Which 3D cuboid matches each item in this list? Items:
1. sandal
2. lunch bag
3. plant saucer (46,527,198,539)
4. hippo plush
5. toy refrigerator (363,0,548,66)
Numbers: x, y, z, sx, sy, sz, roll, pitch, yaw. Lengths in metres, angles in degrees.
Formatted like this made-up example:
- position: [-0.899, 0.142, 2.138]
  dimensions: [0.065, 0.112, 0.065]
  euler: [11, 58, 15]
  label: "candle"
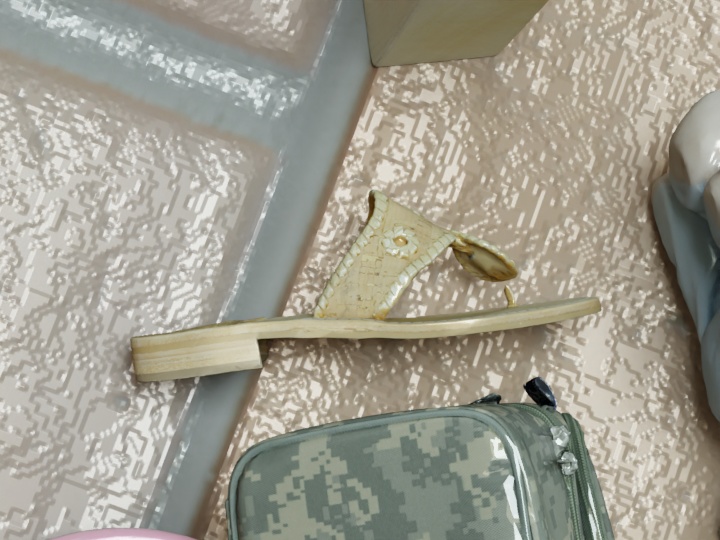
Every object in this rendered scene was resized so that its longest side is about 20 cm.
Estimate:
- position: [0.001, 0.000, 0.797]
  dimensions: [0.211, 0.078, 0.070]
  euler: [-9, 90, -5]
  label: "sandal"
- position: [0.044, 0.148, 0.740]
  dimensions: [0.139, 0.168, 0.200]
  euler: [-14, 80, 21]
  label: "lunch bag"
- position: [-0.104, 0.211, 0.768]
  dimensions: [0.200, 0.051, 0.201]
  euler: [1, 83, -10]
  label: "plant saucer"
- position: [0.230, 0.008, 0.784]
  dimensions: [0.160, 0.159, 0.200]
  euler: [-11, 84, -3]
  label: "hippo plush"
- position: [0.049, -0.148, 0.761]
  dimensions: [0.070, 0.200, 0.076]
  euler: [-7, 83, -10]
  label: "toy refrigerator"
